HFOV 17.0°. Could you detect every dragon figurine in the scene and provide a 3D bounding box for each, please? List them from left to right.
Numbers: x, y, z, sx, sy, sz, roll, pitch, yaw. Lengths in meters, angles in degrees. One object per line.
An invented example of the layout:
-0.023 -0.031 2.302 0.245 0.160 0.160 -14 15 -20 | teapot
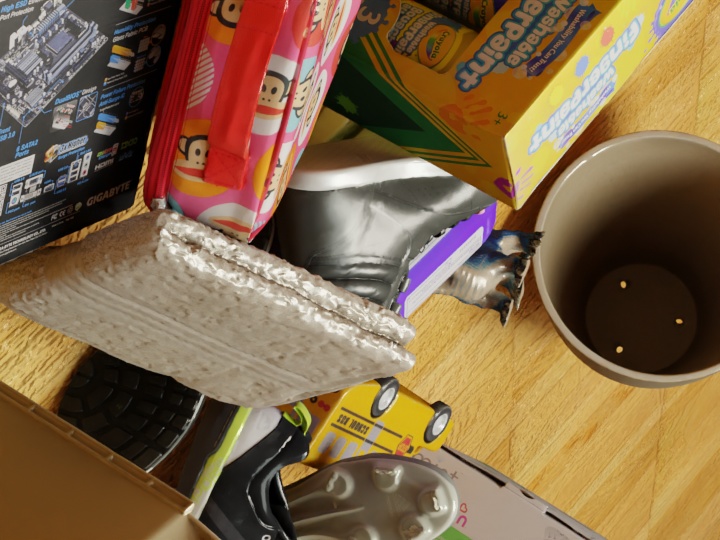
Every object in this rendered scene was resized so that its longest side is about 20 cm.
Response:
0.068 -0.013 1.650 0.200 0.099 0.059 -50 161 -67 | dragon figurine

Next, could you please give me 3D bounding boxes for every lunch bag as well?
-0.049 -0.117 1.210 0.176 0.082 0.201 -72 179 -61 | lunch bag

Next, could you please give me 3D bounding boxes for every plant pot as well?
0.221 0.015 1.839 0.188 0.187 0.200 -53 169 -12 | plant pot

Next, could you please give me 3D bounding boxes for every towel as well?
-0.078 0.021 1.258 0.200 0.132 0.035 27 57 -41 | towel

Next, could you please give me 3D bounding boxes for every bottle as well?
0.000 0.000 1.506 0.200 0.083 0.065 -44 152 -31 | bottle

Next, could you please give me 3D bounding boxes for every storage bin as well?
-0.199 0.166 1.187 0.200 0.198 0.094 -37 144 -38 | storage bin

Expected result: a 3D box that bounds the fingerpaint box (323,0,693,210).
0.080 -0.158 1.375 0.200 0.167 0.073 -48 150 -20 | fingerpaint box

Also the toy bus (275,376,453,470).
-0.006 0.098 1.628 0.078 0.065 0.200 -58 156 0 | toy bus

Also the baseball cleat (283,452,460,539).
-0.015 0.158 1.582 0.106 0.199 0.070 -8 86 -65 | baseball cleat

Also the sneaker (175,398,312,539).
-0.084 0.170 1.517 0.072 0.082 0.201 -69 179 -70 | sneaker

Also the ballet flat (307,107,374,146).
0.022 -0.094 1.470 0.200 0.072 0.072 -43 151 -34 | ballet flat

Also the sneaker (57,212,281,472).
-0.099 0.050 1.395 0.200 0.076 0.088 -57 161 -4 | sneaker

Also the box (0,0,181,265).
-0.164 -0.096 1.131 0.200 0.050 0.199 -28 140 -50 | box

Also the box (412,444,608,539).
0.130 0.224 1.866 0.097 0.200 0.176 -59 156 1 | box

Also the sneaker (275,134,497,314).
0.025 -0.025 1.406 0.199 0.071 0.100 -10 112 -40 | sneaker
